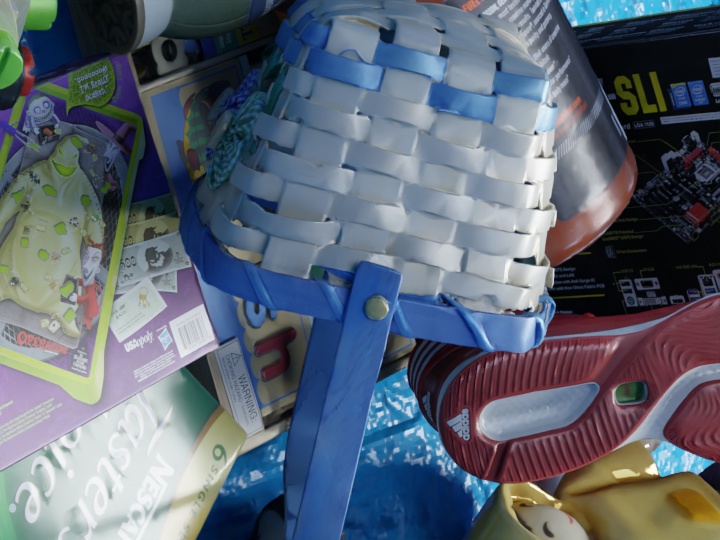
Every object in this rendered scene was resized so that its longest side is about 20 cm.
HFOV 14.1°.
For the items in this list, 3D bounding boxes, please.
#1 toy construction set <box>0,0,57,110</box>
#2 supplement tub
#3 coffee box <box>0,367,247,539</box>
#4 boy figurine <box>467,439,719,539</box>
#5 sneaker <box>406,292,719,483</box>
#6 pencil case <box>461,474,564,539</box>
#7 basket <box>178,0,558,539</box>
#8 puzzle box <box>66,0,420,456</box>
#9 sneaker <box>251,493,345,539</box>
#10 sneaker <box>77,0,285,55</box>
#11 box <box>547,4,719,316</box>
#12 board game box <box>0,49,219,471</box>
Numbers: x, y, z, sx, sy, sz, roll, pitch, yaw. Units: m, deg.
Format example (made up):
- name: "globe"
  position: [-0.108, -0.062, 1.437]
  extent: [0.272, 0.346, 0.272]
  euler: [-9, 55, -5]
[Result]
- name: "toy construction set"
  position: [-0.146, -0.132, 0.993]
  extent: [0.092, 0.131, 0.200]
  euler: [9, 38, -17]
- name: "supplement tub"
  position: [0.029, -0.097, 1.178]
  extent: [0.107, 0.107, 0.200]
  euler: [-49, 122, -38]
- name: "coffee box"
  position: [-0.133, 0.048, 1.071]
  extent: [0.200, 0.044, 0.123]
  euler: [51, 51, -32]
- name: "boy figurine"
  position: [0.126, 0.105, 1.189]
  extent: [0.199, 0.065, 0.125]
  euler: [-1, 42, -24]
- name: "sneaker"
  position: [0.114, 0.031, 1.191]
  extent: [0.199, 0.116, 0.079]
  euler: [-1, 107, -16]
- name: "pencil case"
  position: [0.129, 0.163, 1.255]
  extent: [0.200, 0.083, 0.091]
  euler: [40, 14, 2]
- name: "basket"
  position: [0.000, 0.000, 1.079]
  extent: [0.138, 0.176, 0.201]
  euler: [8, 100, -5]
- name: "puzzle box"
  position: [-0.042, -0.037, 1.192]
  extent: [0.133, 0.025, 0.201]
  euler: [-27, 105, -46]
- name: "sneaker"
  position: [-0.046, 0.140, 1.106]
  extent: [0.200, 0.082, 0.070]
  euler: [-98, -167, -68]
- name: "sneaker"
  position: [-0.078, -0.179, 1.099]
  extent: [0.090, 0.067, 0.201]
  euler: [-10, 75, -27]
- name: "box"
  position: [0.137, -0.031, 1.258]
  extent: [0.049, 0.199, 0.160]
  euler: [-30, 108, -43]
- name: "board game box"
  position: [-0.135, 0.006, 1.018]
  extent: [0.200, 0.032, 0.121]
  euler: [-29, 109, -49]
